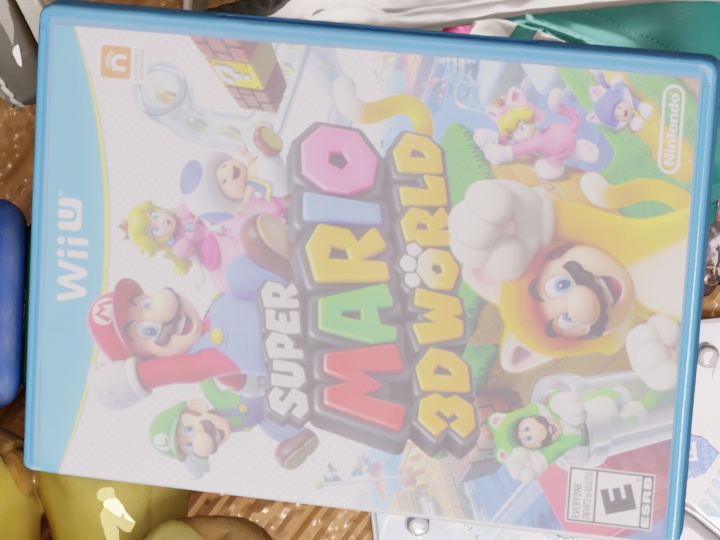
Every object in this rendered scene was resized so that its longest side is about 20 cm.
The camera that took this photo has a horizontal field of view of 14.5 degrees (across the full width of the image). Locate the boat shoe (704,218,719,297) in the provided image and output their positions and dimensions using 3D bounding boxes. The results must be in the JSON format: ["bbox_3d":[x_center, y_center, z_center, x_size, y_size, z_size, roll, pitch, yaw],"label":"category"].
[{"bbox_3d":[0.097,-0.023,0.934,0.200,0.074,0.073,36,102,11],"label":"boat shoe"}]

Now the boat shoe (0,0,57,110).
[{"bbox_3d":[-0.160,-0.132,0.928,0.060,0.072,0.202,-33,83,-1],"label":"boat shoe"}]

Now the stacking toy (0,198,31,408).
[{"bbox_3d":[-0.095,0.013,0.929,0.200,0.085,0.085,3,89,-8],"label":"stacking toy"}]

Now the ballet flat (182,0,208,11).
[{"bbox_3d":[-0.024,-0.116,0.932,0.072,0.072,0.200,10,88,-1],"label":"ballet flat"}]

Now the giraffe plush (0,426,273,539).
[{"bbox_3d":[-0.094,0.161,0.890,0.172,0.162,0.200,-14,50,-3],"label":"giraffe plush"}]

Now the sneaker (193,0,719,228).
[{"bbox_3d":[0.026,-0.028,0.866,0.200,0.084,0.121,-7,88,3],"label":"sneaker"}]

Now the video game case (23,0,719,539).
[{"bbox_3d":[0.000,0.000,0.827,0.200,0.018,0.143,6,102,13],"label":"video game case"}]

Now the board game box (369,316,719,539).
[{"bbox_3d":[0.108,0.118,0.949,0.200,0.026,0.200,-6,89,-1],"label":"board game box"}]
